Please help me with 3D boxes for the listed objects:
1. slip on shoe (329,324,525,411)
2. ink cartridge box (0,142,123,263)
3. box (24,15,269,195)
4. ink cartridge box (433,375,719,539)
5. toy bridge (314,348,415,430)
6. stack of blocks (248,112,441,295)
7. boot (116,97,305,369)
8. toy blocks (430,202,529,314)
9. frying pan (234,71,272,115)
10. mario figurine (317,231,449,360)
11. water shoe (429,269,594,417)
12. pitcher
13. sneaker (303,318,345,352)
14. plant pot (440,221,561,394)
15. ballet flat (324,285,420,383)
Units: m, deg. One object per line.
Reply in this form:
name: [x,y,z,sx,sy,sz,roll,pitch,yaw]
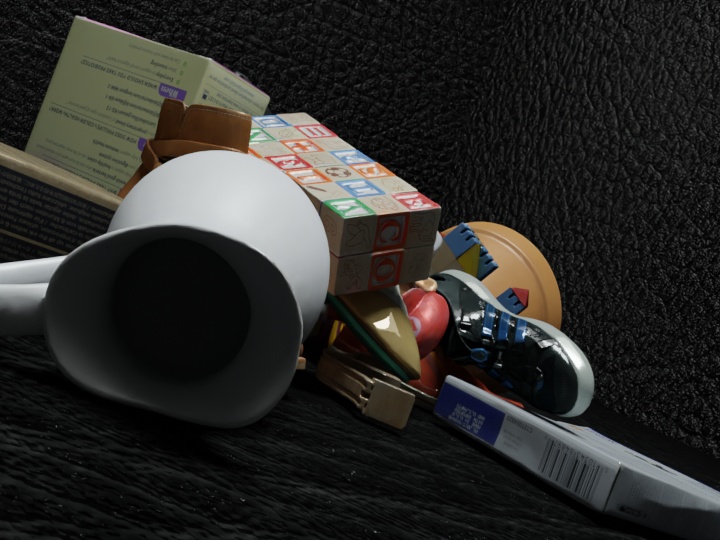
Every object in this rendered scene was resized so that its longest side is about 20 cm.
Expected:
slip on shoe: [0.068,0.095,0.871,0.197,0.062,0.074,24,-2,-3]
ink cartridge box: [-0.253,-0.050,0.620,0.163,0.076,0.199,24,-2,-38]
box: [-0.203,-0.099,0.850,0.173,0.204,0.096,21,0,30]
ink cartridge box: [0.186,0.156,0.758,0.198,0.041,0.198,23,-1,-34]
toy bridge: [-0.002,0.083,0.732,0.066,0.028,0.200,23,0,-4]
stack of blocks: [-0.045,-0.056,0.715,0.113,0.060,0.199,-9,32,-33]
boot: [-0.097,-0.028,0.633,0.197,0.158,0.073,22,1,31]
toy blocks: [0.078,0.010,0.959,0.202,0.136,0.100,55,14,13]
frying pan: [-0.070,-0.089,0.910,0.031,0.117,0.189,-16,-37,40]
mario figurine: [0.000,0.000,0.808,0.104,0.125,0.200,-15,42,-25]
water shoe: [0.111,0.070,0.823,0.078,0.073,0.199,-13,33,-35]
pitcher: [-0.102,0.002,0.474,0.167,0.124,0.200,7,11,1]
sneaker: [-0.014,0.052,0.955,0.088,0.076,0.200,22,2,2]
plant pot: [0.113,0.051,1.067,0.197,0.204,0.139,22,16,25]
ballet flat: [-0.009,0.007,0.728,0.199,0.063,0.069,38,-11,37]
